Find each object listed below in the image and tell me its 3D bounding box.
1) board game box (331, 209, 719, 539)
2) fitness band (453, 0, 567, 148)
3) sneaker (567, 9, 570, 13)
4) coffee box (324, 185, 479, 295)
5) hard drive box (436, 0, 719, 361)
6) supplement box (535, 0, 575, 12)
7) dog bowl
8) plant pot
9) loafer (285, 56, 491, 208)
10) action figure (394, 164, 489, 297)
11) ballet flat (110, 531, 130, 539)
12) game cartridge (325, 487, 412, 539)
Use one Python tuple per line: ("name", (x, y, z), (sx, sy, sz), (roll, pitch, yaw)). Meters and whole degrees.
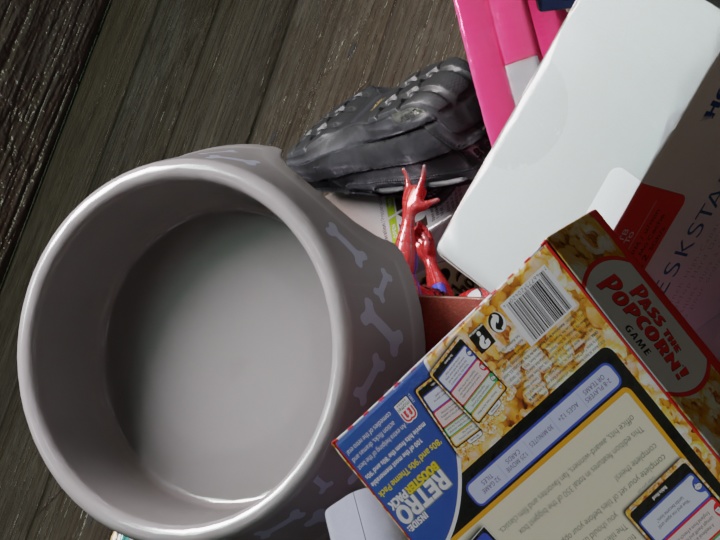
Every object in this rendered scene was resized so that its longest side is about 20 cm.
("board game box", (0.102, 0.101, 1.169), (0.151, 0.200, 0.046), (-44, -9, 36))
("fitness band", (0.089, -0.097, 1.485), (0.144, 0.037, 0.202), (18, -122, -74))
("sneaker", (0.131, -0.087, 1.637), (0.075, 0.080, 0.201), (113, 173, -45))
("coffee box", (0.014, 0.013, 1.651), (0.199, 0.113, 0.080), (-32, 41, 22))
("hard drive box", (0.147, -0.044, 1.271), (0.077, 0.199, 0.157), (38, 106, 33))
("supplement box", (0.174, -0.254, 1.465), (0.200, 0.198, 0.135), (-83, -19, -52))
("dog bowl", (-0.071, 0.039, 1.326), (0.201, 0.199, 0.059), (-61, -24, 9))
("plant pot", (0.009, 0.116, 1.411), (0.200, 0.199, 0.178), (27, -112, -62))
("loafer", (0.020, -0.063, 1.557), (0.068, 0.071, 0.200), (-44, 13, -23))
("action figure", (0.000, 0.000, 1.534), (0.199, 0.065, 0.100), (1, 80, 41))
("ballet flat", (-0.044, 0.177, 1.629), (0.063, 0.199, 0.069), (75, -147, -71))
("game cartridge", (0.048, 0.193, 1.244), (0.040, 0.201, 0.134), (-29, 28, 2))
